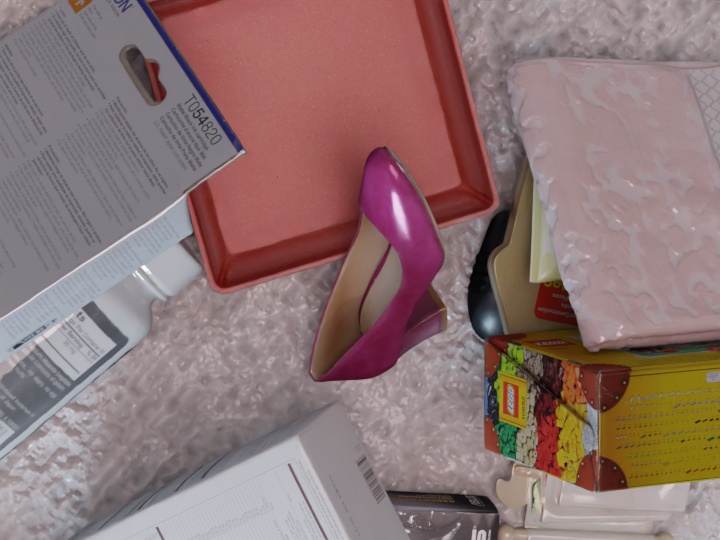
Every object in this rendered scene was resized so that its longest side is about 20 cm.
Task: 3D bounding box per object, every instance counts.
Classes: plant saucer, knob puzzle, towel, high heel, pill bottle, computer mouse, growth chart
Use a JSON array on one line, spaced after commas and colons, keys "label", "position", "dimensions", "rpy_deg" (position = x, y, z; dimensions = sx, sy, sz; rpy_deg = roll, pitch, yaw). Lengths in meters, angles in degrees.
[{"label": "plant saucer", "position": [-0.029, -0.107, 1.747], "dimensions": [0.199, 0.037, 0.200], "rpy_deg": [-17, 104, -5]}, {"label": "knob puzzle", "position": [0.167, 0.010, 1.787], "dimensions": [0.219, 0.030, 0.220], "rpy_deg": [-3, 98, -25]}, {"label": "towel", "position": [0.201, -0.048, 1.722], "dimensions": [0.191, 0.032, 0.200], "rpy_deg": [-4, 64, -25]}, {"label": "high heel", "position": [0.000, 0.000, 1.717], "dimensions": [0.096, 0.200, 0.067], "rpy_deg": [-26, 61, -11]}, {"label": "pill bottle", "position": [-0.204, 0.027, 1.704], "dimensions": [0.200, 0.113, 0.113], "rpy_deg": [-40, 105, 0]}, {"label": "computer mouse", "position": [0.119, -0.045, 1.786], "dimensions": [0.058, 0.034, 0.201], "rpy_deg": [15, 98, -11]}, {"label": "growth chart", "position": [0.173, 0.102, 1.833], "dimensions": [0.144, 0.018, 0.201], "rpy_deg": [13, 99, -11]}]

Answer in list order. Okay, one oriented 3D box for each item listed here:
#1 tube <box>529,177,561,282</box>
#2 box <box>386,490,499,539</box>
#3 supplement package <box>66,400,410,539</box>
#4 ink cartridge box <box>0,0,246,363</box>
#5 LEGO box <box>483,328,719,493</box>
[{"label": "tube", "position": [0.201, -0.023, 1.757], "dimensions": [0.199, 0.058, 0.052], "rpy_deg": [5, 135, -22]}, {"label": "box", "position": [0.005, 0.248, 1.817], "dimensions": [0.158, 0.048, 0.201], "rpy_deg": [4, 100, -11]}, {"label": "supplement package", "position": [-0.087, 0.182, 1.719], "dimensions": [0.200, 0.110, 0.114], "rpy_deg": [-26, 92, 16]}, {"label": "ink cartridge box", "position": [-0.186, -0.070, 1.657], "dimensions": [0.200, 0.200, 0.041], "rpy_deg": [-34, 144, 1]}, {"label": "LEGO box", "position": [0.199, 0.082, 1.712], "dimensions": [0.199, 0.149, 0.077], "rpy_deg": [-4, 99, -24]}]
